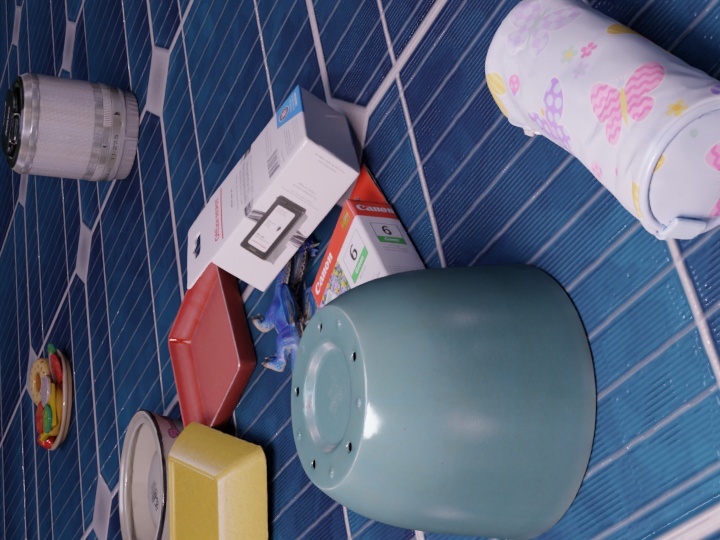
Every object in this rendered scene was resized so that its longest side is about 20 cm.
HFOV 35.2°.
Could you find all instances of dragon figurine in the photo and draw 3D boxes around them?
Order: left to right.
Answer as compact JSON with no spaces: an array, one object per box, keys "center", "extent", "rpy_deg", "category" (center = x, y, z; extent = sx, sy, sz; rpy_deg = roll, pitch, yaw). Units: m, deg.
[{"center":[-0.062,0.048,1.140],"extent":[0.100,0.058,0.202],"rpy_deg":[-63,34,39],"category":"dragon figurine"}]

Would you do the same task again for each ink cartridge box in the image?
[{"center":[-0.090,-0.066,1.116],"extent":[0.200,0.067,0.117],"rpy_deg":[-49,27,23],"category":"ink cartridge box"},{"center":[0.000,0.000,1.032],"extent":[0.110,0.050,0.201],"rpy_deg":[-67,33,33],"category":"ink cartridge box"}]

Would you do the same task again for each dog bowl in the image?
[{"center":[-0.254,0.283,1.476],"extent":[0.199,0.073,0.204],"rpy_deg":[-16,72,61],"category":"dog bowl"}]

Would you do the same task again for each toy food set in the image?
[{"center":[-0.600,0.245,2.198],"extent":[0.198,0.048,0.203],"rpy_deg":[-45,47,52],"category":"toy food set"}]

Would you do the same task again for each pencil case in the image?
[{"center":[0.152,-0.099,0.690],"extent":[0.092,0.082,0.200],"rpy_deg":[-59,35,15],"category":"pencil case"}]

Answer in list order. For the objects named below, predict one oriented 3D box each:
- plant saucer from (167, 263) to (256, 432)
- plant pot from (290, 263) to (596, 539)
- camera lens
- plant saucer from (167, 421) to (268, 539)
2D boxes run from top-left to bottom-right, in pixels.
[{"center":[-0.182,0.100,1.398],"extent":[0.201,0.036,0.202],"rpy_deg":[-61,35,40],"category":"plant saucer"},{"center":[0.044,0.091,0.812],"extent":[0.200,0.158,0.205],"rpy_deg":[-18,69,61],"category":"plant pot"},{"center":[-0.477,-0.232,1.853],"extent":[0.159,0.197,0.163],"rpy_deg":[-14,74,61],"category":"camera lens"},{"center":[-0.171,0.289,1.294],"extent":[0.199,0.048,0.204],"rpy_deg":[4,96,57],"category":"plant saucer"}]
